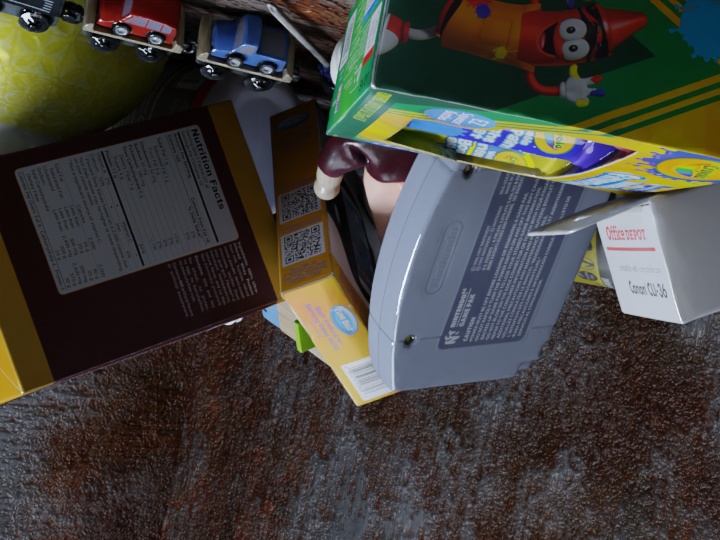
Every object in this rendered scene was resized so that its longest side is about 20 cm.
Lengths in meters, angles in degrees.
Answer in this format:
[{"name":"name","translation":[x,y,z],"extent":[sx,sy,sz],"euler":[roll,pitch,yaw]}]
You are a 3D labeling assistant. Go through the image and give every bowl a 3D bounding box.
[{"name":"bowl","translation":[-0.228,-0.126,0.840],"extent":[0.200,0.108,0.200],"euler":[12,180,0]}]

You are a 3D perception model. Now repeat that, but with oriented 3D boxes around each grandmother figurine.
[{"name":"grandmother figurine","translation":[0.029,-0.065,0.768],"extent":[0.121,0.061,0.200],"euler":[-21,139,3]}]

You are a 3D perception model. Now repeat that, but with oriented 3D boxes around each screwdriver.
[{"name":"screwdriver","translation":[-0.026,-0.126,0.792],"extent":[0.028,0.029,0.200],"euler":[11,-179,15]}]

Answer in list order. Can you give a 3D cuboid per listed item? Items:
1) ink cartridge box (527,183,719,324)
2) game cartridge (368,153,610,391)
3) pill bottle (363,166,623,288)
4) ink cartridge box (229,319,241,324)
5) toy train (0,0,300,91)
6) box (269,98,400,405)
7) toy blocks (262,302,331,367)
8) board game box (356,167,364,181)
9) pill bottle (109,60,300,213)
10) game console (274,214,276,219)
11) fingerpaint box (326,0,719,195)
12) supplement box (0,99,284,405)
[{"name":"ink cartridge box","translation":[0.200,-0.022,0.696],"extent":[0.200,0.068,0.116],"euler":[-16,-179,-3]},{"name":"game cartridge","translation":[0.077,-0.018,0.773],"extent":[0.133,0.200,0.041],"euler":[-6,-142,-35]},{"name":"pill bottle","translation":[0.109,-0.056,0.886],"extent":[0.200,0.113,0.112],"euler":[11,179,27]},{"name":"ink cartridge box","translation":[-0.157,-0.061,1.216],"extent":[0.145,0.200,0.083],"euler":[12,137,-3]},{"name":"toy train","translation":[-0.124,-0.144,0.744],"extent":[0.200,0.034,0.046],"euler":[12,149,-20]},{"name":"box","translation":[-0.017,-0.023,0.876],"extent":[0.041,0.200,0.119],"euler":[-19,133,14]},{"name":"toy blocks","translation":[0.000,0.000,1.021],"extent":[0.200,0.100,0.137],"euler":[-24,-146,-28]},{"name":"board game box","translation":[0.023,-0.077,1.145],"extent":[0.151,0.046,0.200],"euler":[12,178,-18]},{"name":"pill bottle","translation":[-0.149,-0.104,1.005],"extent":[0.200,0.116,0.116],"euler":[11,179,38]},{"name":"game console","translation":[-0.134,-0.064,1.062],"extent":[0.119,0.172,0.200],"euler":[37,-153,-23]},{"name":"fingerpaint box","translation":[0.078,-0.085,0.590],"extent":[0.167,0.074,0.200],"euler":[11,180,-7]},{"name":"supplement box","translation":[-0.185,0.000,0.843],"extent":[0.200,0.133,0.197],"euler":[-20,179,-37]}]
